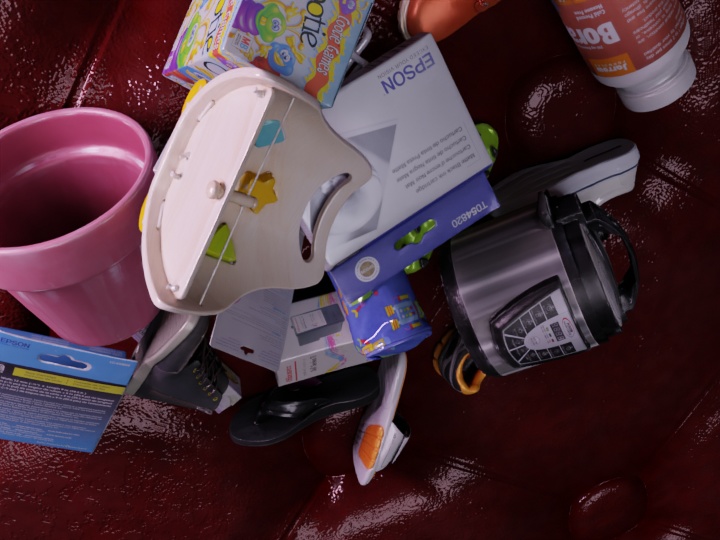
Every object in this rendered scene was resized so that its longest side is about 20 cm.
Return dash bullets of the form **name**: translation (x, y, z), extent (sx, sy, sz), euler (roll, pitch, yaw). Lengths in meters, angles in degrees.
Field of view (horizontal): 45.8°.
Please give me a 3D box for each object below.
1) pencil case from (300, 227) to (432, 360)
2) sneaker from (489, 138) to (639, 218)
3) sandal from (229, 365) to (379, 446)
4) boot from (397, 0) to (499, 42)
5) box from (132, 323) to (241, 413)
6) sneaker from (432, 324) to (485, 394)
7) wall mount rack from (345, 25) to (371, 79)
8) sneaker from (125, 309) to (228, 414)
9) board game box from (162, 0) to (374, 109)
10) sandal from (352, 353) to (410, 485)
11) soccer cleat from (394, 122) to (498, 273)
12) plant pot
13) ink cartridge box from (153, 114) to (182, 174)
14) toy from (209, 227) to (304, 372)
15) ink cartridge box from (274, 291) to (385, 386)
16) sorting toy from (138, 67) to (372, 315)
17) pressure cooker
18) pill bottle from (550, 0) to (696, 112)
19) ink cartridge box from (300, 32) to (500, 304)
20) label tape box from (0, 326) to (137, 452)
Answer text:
- **pencil case**: translation (0.000, 0.000, 0.918), extent (0.087, 0.201, 0.078), euler (-30, 166, 18)
- **sneaker**: translation (0.245, -0.091, 1.014), extent (0.199, 0.073, 0.071), euler (-19, 119, -6)
- **sandal**: translation (-0.073, 0.157, 1.063), extent (0.199, 0.075, 0.048), euler (-20, 129, -16)
- **boot**: translation (0.123, -0.294, 0.842), extent (0.200, 0.107, 0.075), euler (-43, 123, 12)
- **box**: translation (-0.214, 0.092, 0.999), extent (0.039, 0.042, 0.200), euler (-35, 122, 8)
- **sneaker**: translation (0.166, 0.070, 1.081), extent (0.078, 0.077, 0.201), euler (16, 112, -22)
- **wall mount rack**: translation (-0.018, -0.156, 0.887), extent (0.174, 0.075, 0.200), euler (-50, 135, 9)
- **sneaker**: translation (-0.176, 0.090, 0.915), extent (0.106, 0.075, 0.200), euler (21, 145, -21)
- **board game box**: translation (-0.089, -0.206, 0.757), extent (0.103, 0.200, 0.106), euler (24, 85, -27)
- **sandal**: translation (0.042, 0.196, 1.114), extent (0.059, 0.079, 0.208), euler (10, 114, -18)
- **soccer cleat**: translation (0.085, -0.087, 0.976), extent (0.067, 0.081, 0.201), euler (38, 82, -25)
- **plant pot**: translation (-0.275, -0.030, 0.836), extent (0.199, 0.201, 0.180), euler (-17, 138, -7)
- **ink cartridge box**: translation (-0.152, -0.082, 0.848), extent (0.039, 0.100, 0.200), euler (16, 155, 8)
- **toy**: translation (-0.115, -0.004, 0.911), extent (0.115, 0.047, 0.201), euler (32, 66, -52)
- **ink cartridge box**: translation (-0.049, 0.078, 0.994), extent (0.199, 0.068, 0.117), euler (-14, 161, -8)
- **sorting toy**: translation (-0.077, -0.060, 0.733), extent (0.179, 0.107, 0.201), euler (17, 104, -41)
- **pressure cooker**: translation (0.203, 0.009, 0.941), extent (0.199, 0.180, 0.176), euler (-21, 169, 17)
- **pill bottle**: translation (0.277, -0.269, 0.898), extent (0.112, 0.112, 0.200), euler (-38, 122, 7)
- **ink cartridge box**: translation (0.026, -0.093, 0.829), extent (0.199, 0.041, 0.201), euler (-33, 111, -8)
- **label tape box**: translation (-0.335, 0.116, 0.925), extent (0.142, 0.066, 0.200), euler (15, 134, -23)
